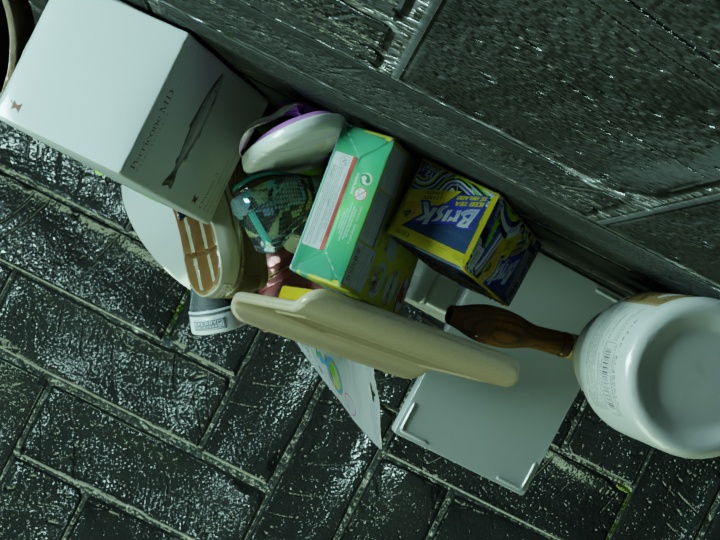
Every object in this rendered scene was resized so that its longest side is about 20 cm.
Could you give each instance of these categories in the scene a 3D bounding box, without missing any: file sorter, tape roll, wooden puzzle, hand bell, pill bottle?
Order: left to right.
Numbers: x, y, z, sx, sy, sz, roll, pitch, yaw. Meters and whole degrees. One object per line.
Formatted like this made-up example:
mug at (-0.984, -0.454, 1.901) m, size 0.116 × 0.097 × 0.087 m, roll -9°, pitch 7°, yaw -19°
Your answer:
tape roll at (-0.140, -0.062, 1.707) m, size 0.202 × 0.071 × 0.203 m, roll 35°, pitch -148°, yaw -25°
wooden puzzle at (0.009, 0.046, 1.331) m, size 0.185 × 0.037 × 0.200 m, roll 20°, pitch 170°, yaw -19°
file sorter at (0.120, 0.074, 1.559) m, size 0.139 × 0.200 × 0.125 m, roll 27°, pitch -178°, yaw -17°
hand bell at (0.161, 0.060, 1.399) m, size 0.200 × 0.104 × 0.104 m, roll 15°, pitch -178°, yaw -19°
pill bottle at (0.227, 0.074, 1.274) m, size 0.114 × 0.115 × 0.200 m, roll 27°, pitch 178°, yaw -6°

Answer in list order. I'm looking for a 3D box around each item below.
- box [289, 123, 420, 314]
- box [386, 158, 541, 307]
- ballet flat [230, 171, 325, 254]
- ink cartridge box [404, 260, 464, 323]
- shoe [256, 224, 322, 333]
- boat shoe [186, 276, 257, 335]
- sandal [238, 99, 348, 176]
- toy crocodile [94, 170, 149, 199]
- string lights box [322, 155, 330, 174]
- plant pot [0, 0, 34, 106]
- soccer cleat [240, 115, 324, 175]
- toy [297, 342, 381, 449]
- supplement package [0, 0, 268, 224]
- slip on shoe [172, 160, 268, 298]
box at (0.013, -0.032, 1.298) m, size 0.048 × 0.118 × 0.200 m, roll 19°, pitch 175°, yaw 19°
box at (0.084, -0.026, 1.321) m, size 0.070 × 0.064 × 0.200 m, roll 26°, pitch 177°, yaw 17°
ballet flat at (-0.031, -0.045, 1.343) m, size 0.074 × 0.074 × 0.200 m, roll 26°, pitch -159°, yaw 28°
ink cartridge box at (0.147, 0.036, 1.754) m, size 0.200 × 0.088 × 0.145 m, roll 25°, pitch 178°, yaw -13°
shoe at (0.000, 0.000, 1.456) m, size 0.200 × 0.091 × 0.071 m, roll -10°, pitch 152°, yaw 21°
boat shoe at (-0.113, 0.008, 1.538) m, size 0.072 × 0.068 × 0.200 m, roll -8°, pitch -173°, yaw 15°
sandal at (-0.059, -0.103, 1.296) m, size 0.203 × 0.082 × 0.050 m, roll 143°, pitch 106°, yaw -80°
toy crocodile at (-0.145, -0.075, 1.531) m, size 0.200 × 0.068 × 0.062 m, roll 26°, pitch -155°, yaw 8°
string lights box at (-0.040, -0.052, 1.563) m, size 0.200 × 0.103 × 0.059 m, roll 26°, pitch -166°, yaw 21°
plant pot at (-0.331, -0.186, 1.327) m, size 0.187 × 0.187 × 0.200 m, roll 27°, pitch -168°, yaw 1°
soccer cleat at (-0.123, -0.114, 1.483) m, size 0.200 × 0.081 × 0.068 m, roll 26°, pitch 178°, yaw 26°
toy at (-0.013, 0.064, 1.575) m, size 0.047 × 0.115 × 0.200 m, roll -20°, pitch -146°, yaw -21°
supplement package at (-0.170, -0.125, 1.299) m, size 0.117 × 0.117 × 0.200 m, roll 26°, pitch 179°, yaw 17°
slip on shoe at (-0.122, -0.073, 1.426) m, size 0.060 × 0.200 × 0.076 m, roll -1°, pitch 158°, yaw -38°
